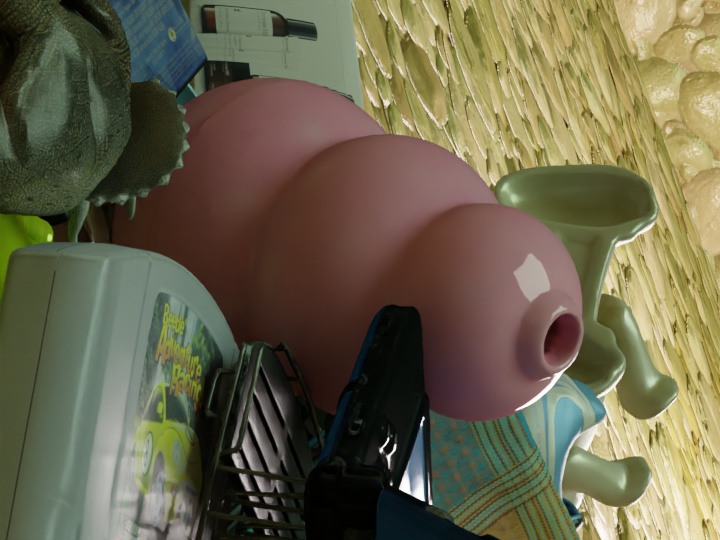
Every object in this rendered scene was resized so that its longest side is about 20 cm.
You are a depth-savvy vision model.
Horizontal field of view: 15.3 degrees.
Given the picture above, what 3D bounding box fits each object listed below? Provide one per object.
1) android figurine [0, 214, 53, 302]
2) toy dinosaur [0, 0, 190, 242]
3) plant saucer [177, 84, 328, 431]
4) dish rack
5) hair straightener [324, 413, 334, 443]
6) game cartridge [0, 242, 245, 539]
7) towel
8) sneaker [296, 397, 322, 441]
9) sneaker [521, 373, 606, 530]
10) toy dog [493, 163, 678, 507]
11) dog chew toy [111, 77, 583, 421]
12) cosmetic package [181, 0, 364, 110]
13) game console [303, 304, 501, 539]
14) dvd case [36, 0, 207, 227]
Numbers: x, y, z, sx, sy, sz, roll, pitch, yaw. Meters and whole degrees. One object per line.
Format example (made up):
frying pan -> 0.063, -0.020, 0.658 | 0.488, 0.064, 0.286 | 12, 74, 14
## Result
android figurine -> -0.144, -0.014, 0.852 | 0.200, 0.041, 0.183 | 38, 35, -63
toy dinosaur -> -0.103, -0.057, 0.829 | 0.103, 0.077, 0.200 | 63, 13, -2
plant saucer -> -0.055, -0.018, 1.123 | 0.200, 0.019, 0.070 | 52, 31, -8
dish rack -> -0.029, 0.131, 0.922 | 0.154, 0.054, 0.201 | 76, 23, -61
hair straightener -> -0.005, 0.147, 1.049 | 0.077, 0.041, 0.201 | -53, 151, -80
game cartridge -> -0.078, 0.064, 0.873 | 0.200, 0.041, 0.134 | 54, 40, -73
towel -> 0.029, 0.136, 1.141 | 0.022, 0.146, 0.200 | 36, -22, 52
sneaker -> -0.020, 0.048, 1.174 | 0.115, 0.075, 0.202 | 42, 34, -67
sneaker -> 0.060, 0.138, 1.215 | 0.072, 0.072, 0.201 | -123, -135, -64
toy dog -> 0.062, 0.064, 1.338 | 0.201, 0.193, 0.140 | 85, 9, -49
dog chew toy -> 0.000, 0.000, 1.003 | 0.124, 0.199, 0.125 | -20, 119, -42
cosmetic package -> -0.045, -0.103, 1.243 | 0.051, 0.082, 0.201 | 114, -22, -44
game console -> 0.048, 0.137, 0.888 | 0.171, 0.118, 0.201 | -68, 159, -57
dvd case -> -0.128, -0.133, 0.975 | 0.201, 0.017, 0.143 | 65, 29, -19
